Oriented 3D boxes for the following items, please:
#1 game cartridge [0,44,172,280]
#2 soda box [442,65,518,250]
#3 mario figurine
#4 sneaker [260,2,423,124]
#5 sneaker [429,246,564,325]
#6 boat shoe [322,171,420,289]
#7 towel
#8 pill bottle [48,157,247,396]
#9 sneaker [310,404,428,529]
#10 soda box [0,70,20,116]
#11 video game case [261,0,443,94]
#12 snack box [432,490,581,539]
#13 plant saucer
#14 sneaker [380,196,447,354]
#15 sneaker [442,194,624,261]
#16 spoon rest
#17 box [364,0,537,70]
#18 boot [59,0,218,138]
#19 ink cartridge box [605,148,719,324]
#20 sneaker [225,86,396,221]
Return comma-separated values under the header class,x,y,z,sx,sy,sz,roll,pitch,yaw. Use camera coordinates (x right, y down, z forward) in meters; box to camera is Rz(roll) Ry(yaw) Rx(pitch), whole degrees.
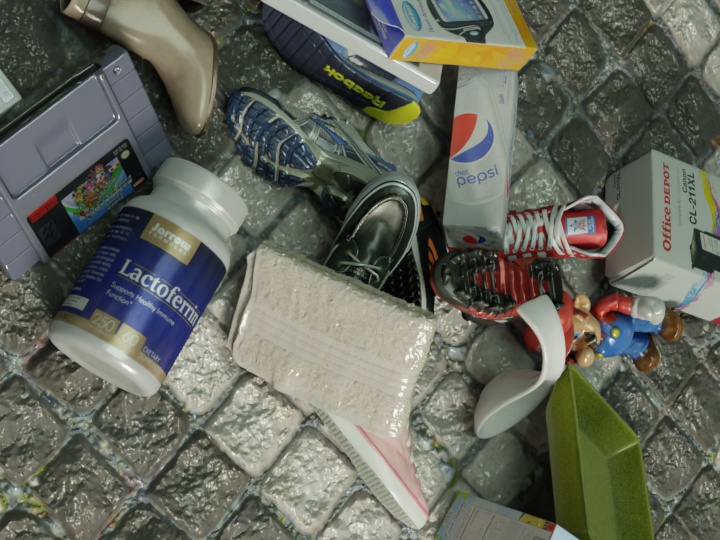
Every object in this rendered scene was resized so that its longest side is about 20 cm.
class,x,y,z,sx,sy,sz,roll,pitch,yaw
game cartridge,-0.268,-0.096,1.136,0.200,0.038,0.130,-43,134,-21
soda box,0.129,-0.127,1.326,0.063,0.068,0.202,4,72,11
mario figurine,0.269,0.083,1.382,0.198,0.106,0.125,4,96,-31
sneaker,-0.014,-0.234,1.292,0.199,0.074,0.083,34,63,-20
sneaker,0.123,0.019,1.281,0.199,0.097,0.072,6,76,-50
boat shoe,0.000,0.000,1.221,0.072,0.071,0.201,26,111,-6
towel,-0.031,0.064,1.192,0.198,0.034,0.134,23,113,15
pill bottle,-0.191,0.004,1.156,0.115,0.115,0.201,35,71,-20
sneaker,0.031,0.160,1.275,0.104,0.075,0.201,-38,98,-19
soda box,-0.388,-0.209,1.094,0.063,0.068,0.201,-41,103,-22
video game case,0.004,-0.290,1.277,0.198,0.023,0.183,26,47,-16
snack box,0.192,0.305,1.272,0.168,0.200,0.068,36,75,-20
plant saucer,0.253,0.232,1.336,0.200,0.047,0.202,44,36,-43
sneaker,0.064,0.009,1.287,0.089,0.070,0.202,16,57,-39
sneaker,0.192,-0.040,1.352,0.198,0.112,0.072,-7,88,-26
spoon rest,0.170,0.114,1.300,0.099,0.201,0.061,-23,56,-26
box,0.077,-0.267,1.269,0.198,0.042,0.120,-3,60,-34
boot,-0.212,-0.233,1.182,0.145,0.070,0.202,10,64,-37
ink cartridge box,0.387,-0.033,1.447,0.198,0.083,0.147,18,61,-24
sneaker,-0.047,-0.124,1.270,0.199,0.077,0.085,36,42,-6
